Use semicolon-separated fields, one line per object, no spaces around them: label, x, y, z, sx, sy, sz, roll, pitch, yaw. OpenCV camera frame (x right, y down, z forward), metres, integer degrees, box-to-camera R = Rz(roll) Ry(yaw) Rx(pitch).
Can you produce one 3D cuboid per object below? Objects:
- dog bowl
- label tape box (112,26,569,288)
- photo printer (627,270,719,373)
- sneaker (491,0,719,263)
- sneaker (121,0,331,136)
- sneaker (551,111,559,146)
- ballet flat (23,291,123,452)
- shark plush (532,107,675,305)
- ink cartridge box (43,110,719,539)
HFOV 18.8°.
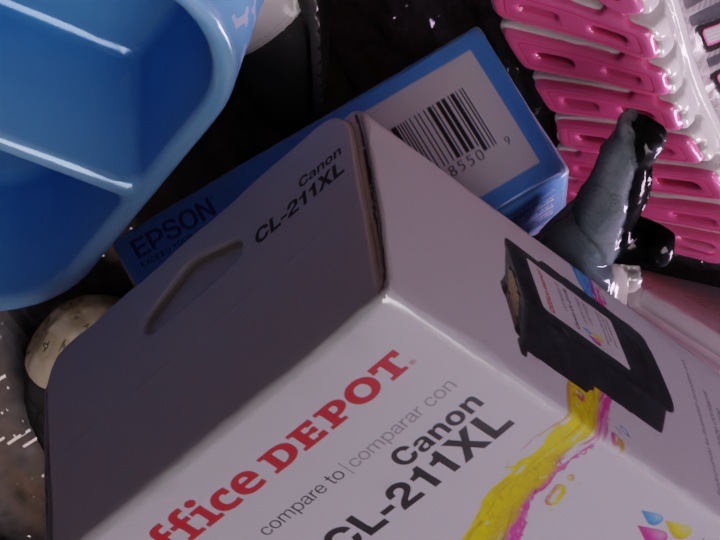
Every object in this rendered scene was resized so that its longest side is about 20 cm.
dog bowl;-0.103;-0.055;0.661;0.111;0.050;0.200;21;138;-23
label tape box;0.000;0.000;0.797;0.143;0.066;0.200;-31;169;-3
photo printer;0.179;0.065;0.882;0.200;0.166;0.070;10;110;-52
sneaker;0.102;-0.077;0.739;0.088;0.073;0.200;-65;149;-22
sneaker;-0.057;-0.113;0.687;0.088;0.074;0.200;-7;144;7
sneaker;0.142;-0.035;0.870;0.115;0.078;0.200;-31;124;10
ballet flat;-0.081;0.084;0.842;0.066;0.057;0.200;-22;135;-9
shark plush;0.046;0.026;0.717;0.083;0.091;0.200;9;153;-24
ink cartridge box;0.021;0.067;0.670;0.200;0.083;0.146;34;120;-31
